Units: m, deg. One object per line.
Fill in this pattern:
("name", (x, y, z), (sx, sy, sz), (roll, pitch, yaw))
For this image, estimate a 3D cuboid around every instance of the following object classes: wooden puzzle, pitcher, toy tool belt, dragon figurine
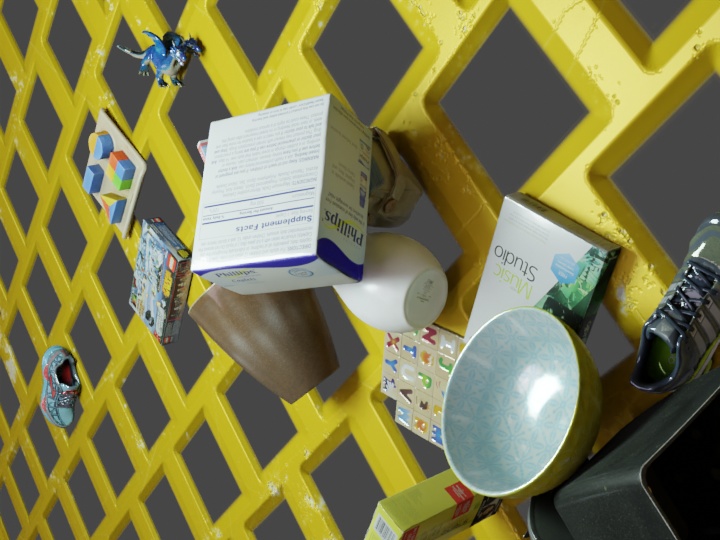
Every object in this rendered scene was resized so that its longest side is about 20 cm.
("wooden puzzle", (-0.500, -0.191, 1.709), (0.201, 0.046, 0.186), (51, 133, 27))
("pitcher", (0.000, 0.000, 1.104), (0.199, 0.170, 0.123), (24, 97, 44))
("toy tool belt", (-0.020, -0.135, 1.125), (0.201, 0.122, 0.126), (50, 132, 27))
("dragon figurine", (-0.340, -0.378, 1.469), (0.199, 0.058, 0.101), (40, 127, 34))

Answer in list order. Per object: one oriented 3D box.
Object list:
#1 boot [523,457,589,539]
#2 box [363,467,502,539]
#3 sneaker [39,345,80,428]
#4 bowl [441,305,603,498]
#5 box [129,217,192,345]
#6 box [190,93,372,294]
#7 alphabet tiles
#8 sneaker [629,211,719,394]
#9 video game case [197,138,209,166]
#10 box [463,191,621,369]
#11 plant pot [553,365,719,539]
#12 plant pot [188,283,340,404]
("boot", (0.209, 0.308, 0.948), (0.068, 0.200, 0.177), (16, 111, 15))
("box", (0.097, 0.289, 1.046), (0.050, 0.198, 0.076), (43, 128, 35))
("sneaker", (-0.712, 0.286, 2.049), (0.095, 0.079, 0.204), (11, 108, 44))
("bowl", (0.189, 0.150, 0.915), (0.200, 0.107, 0.203), (-37, 41, 41))
("box", (-0.379, 0.021, 1.633), (0.137, 0.039, 0.202), (44, 129, 33))
("box", (-0.092, -0.085, 1.035), (0.181, 0.105, 0.203), (-6, 69, 30))
("alphabet tiles", (0.100, 0.154, 1.154), (0.199, 0.006, 0.169), (23, 116, 43))
("sneaker", (0.317, 0.040, 0.823), (0.074, 0.080, 0.203), (32, 122, 38))
("video game case", (-0.134, -0.115, 1.244), (0.202, 0.141, 0.017), (64, 153, 14))
("box", (0.201, 0.032, 0.986), (0.144, 0.036, 0.203), (35, 126, 37))
("plant pot", (0.302, 0.226, 0.796), (0.201, 0.199, 0.177), (58, 148, 1))
("plant pot", (-0.123, 0.089, 1.280), (0.201, 0.186, 0.187), (53, 135, 5))
